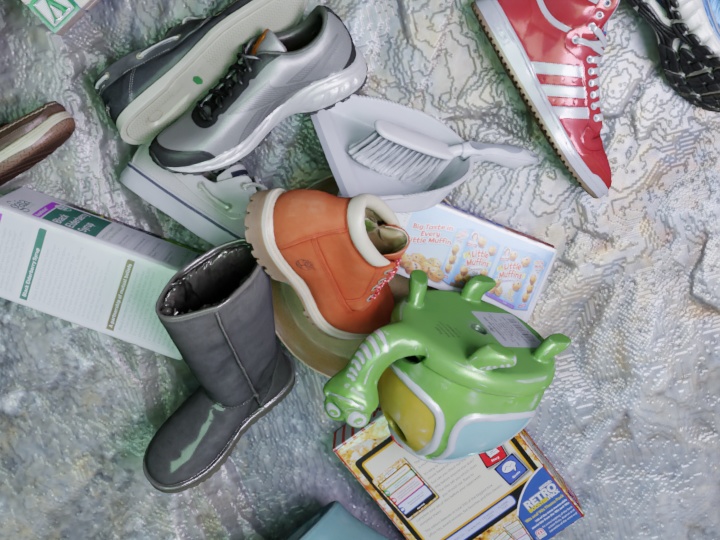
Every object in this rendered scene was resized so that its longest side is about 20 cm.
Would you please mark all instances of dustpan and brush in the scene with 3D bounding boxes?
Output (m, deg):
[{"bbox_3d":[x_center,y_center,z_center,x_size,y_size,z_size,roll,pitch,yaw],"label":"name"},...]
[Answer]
[{"bbox_3d":[0.066,-0.100,0.829,0.198,0.140,0.057,11,129,-31],"label":"dustpan and brush"}]

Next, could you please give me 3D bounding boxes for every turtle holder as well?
[{"bbox_3d":[0.072,0.091,0.784,0.140,0.185,0.133,31,115,19],"label":"turtle holder"}]

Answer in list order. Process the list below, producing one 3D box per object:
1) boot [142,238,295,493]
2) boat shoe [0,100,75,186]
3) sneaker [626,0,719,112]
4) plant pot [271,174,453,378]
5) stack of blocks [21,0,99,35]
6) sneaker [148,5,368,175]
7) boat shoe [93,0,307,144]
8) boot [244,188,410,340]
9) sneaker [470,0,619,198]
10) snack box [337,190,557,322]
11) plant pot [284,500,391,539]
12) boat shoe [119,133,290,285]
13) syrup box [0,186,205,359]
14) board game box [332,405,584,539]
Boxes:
[{"bbox_3d":[-0.131,0.085,0.805,0.072,0.201,0.182,37,70,19],"label":"boot"},{"bbox_3d":[-0.346,-0.101,0.838,0.201,0.075,0.075,-30,98,7],"label":"boat shoe"},{"bbox_3d":[0.289,-0.215,0.800,0.089,0.078,0.200,-46,118,-14],"label":"sneaker"},{"bbox_3d":[0.008,0.006,0.884,0.198,0.028,0.202,0,102,0],"label":"plant pot"},{"bbox_3d":[-0.182,-0.272,0.744,0.200,0.059,0.115,-43,106,-1],"label":"stack of blocks"},{"bbox_3d":[-0.092,-0.151,0.805,0.199,0.074,0.080,-33,133,-6],"label":"sneaker"},{"bbox_3d":[-0.135,-0.192,0.818,0.199,0.072,0.068,-36,68,0],"label":"boat shoe"},{"bbox_3d":[0.000,0.000,0.778,0.106,0.200,0.076,-5,62,24],"label":"boot"},{"bbox_3d":[0.190,-0.168,0.820,0.112,0.071,0.201,-31,99,11],"label":"sneaker"},{"bbox_3d":[0.069,-0.022,0.851,0.198,0.024,0.073,21,101,-5],"label":"snack box"},{"bbox_3d":[-0.012,0.325,0.885,0.200,0.200,0.188,-42,84,9],"label":"plant pot"},{"bbox_3d":[-0.113,-0.057,0.838,0.199,0.071,0.070,32,93,14],"label":"boat shoe"},{"bbox_3d":[-0.232,0.000,0.857,0.198,0.079,0.082,21,103,-4],"label":"syrup box"},{"bbox_3d":[0.092,0.193,0.917,0.151,0.046,0.201,-36,100,8],"label":"board game box"}]
